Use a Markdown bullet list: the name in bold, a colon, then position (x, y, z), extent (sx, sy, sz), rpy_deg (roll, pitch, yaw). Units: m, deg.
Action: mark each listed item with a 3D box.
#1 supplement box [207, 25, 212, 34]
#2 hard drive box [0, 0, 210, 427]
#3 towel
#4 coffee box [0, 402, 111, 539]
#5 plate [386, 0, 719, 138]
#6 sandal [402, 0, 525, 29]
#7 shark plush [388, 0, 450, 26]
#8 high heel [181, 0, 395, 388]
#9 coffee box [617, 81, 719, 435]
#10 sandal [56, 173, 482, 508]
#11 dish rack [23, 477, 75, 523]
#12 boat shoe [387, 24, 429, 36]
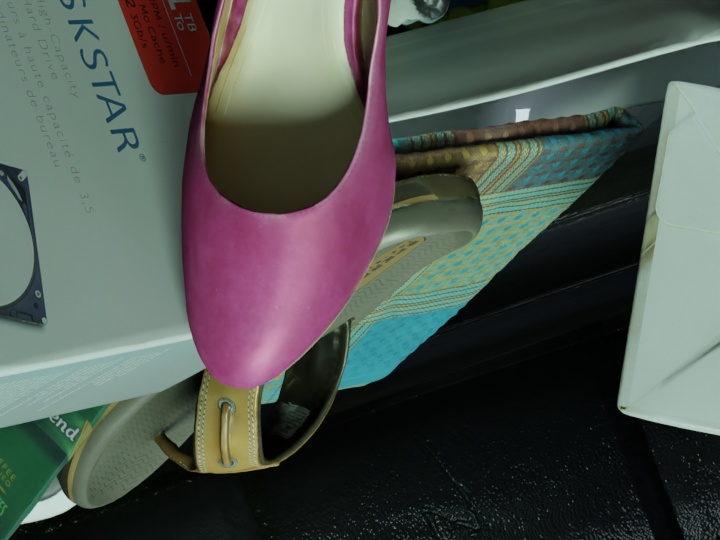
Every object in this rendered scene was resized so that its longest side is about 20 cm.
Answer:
- **supplement box**: position (-0.106, -0.043, 1.032), extent (0.199, 0.069, 0.067), rpy_deg (-20, -167, 5)
- **hard drive box**: position (-0.125, -0.033, 0.760), extent (0.077, 0.157, 0.199), rpy_deg (-27, 171, 35)
- **towel**: position (0.000, 0.000, 0.970), extent (0.146, 0.022, 0.200), rpy_deg (-10, 156, -36)
- **coffee box**: position (-0.126, -0.001, 0.842), extent (0.044, 0.123, 0.200), rpy_deg (-29, -165, 34)
- **plate**: position (0.084, -0.075, 0.888), extent (0.199, 0.033, 0.199), rpy_deg (-11, 179, 35)
- **sandal**: position (0.076, -0.143, 0.893), extent (0.199, 0.080, 0.087), rpy_deg (-14, 135, 25)
- **shark plush**: position (0.001, -0.117, 0.868), extent (0.083, 0.091, 0.200), rpy_deg (-51, 178, -22)
- **high heel**: position (-0.020, -0.068, 0.723), extent (0.067, 0.201, 0.096), rpy_deg (19, 178, 17)
- **coffee box**: position (0.145, -0.002, 0.940), extent (0.079, 0.115, 0.200), rpy_deg (10, -178, 9)
- **sandal**: position (-0.030, 0.036, 0.904), extent (0.199, 0.055, 0.082), rpy_deg (-35, 167, 22)
- **dish rack**: position (-0.194, 0.021, 0.983), extent (0.170, 0.044, 0.201), rpy_deg (-9, 130, -4)
- **boat shoe**: position (0.022, -0.094, 1.066), extent (0.072, 0.065, 0.200), rpy_deg (-24, 173, 10)
